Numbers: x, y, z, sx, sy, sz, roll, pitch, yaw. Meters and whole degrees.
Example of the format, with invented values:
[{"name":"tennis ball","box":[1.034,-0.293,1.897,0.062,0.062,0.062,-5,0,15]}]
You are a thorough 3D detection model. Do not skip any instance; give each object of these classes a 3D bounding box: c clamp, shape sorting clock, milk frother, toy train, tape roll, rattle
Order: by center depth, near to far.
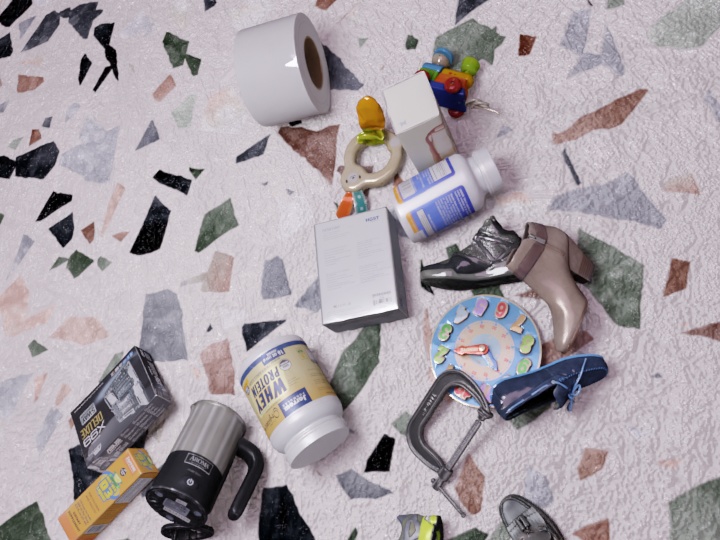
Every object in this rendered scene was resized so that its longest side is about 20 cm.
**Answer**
[{"name":"c clamp","box":[0.159,0.279,1.159,0.170,0.027,0.203,33,103,35]},{"name":"shape sorting clock","box":[0.216,0.139,1.193,0.196,0.039,0.204,-6,72,18]},{"name":"milk frother","box":[-0.298,0.383,1.263,0.199,0.180,0.190,-33,23,38]},{"name":"rattle","box":[0.001,-0.209,1.333,0.129,0.143,0.202,34,80,7]},{"name":"toy train","box":[0.205,-0.369,1.343,0.197,0.085,0.117,21,68,25]},{"name":"tape roll","box":[-0.158,-0.414,1.419,0.136,0.203,0.207,-10,70,17]}]

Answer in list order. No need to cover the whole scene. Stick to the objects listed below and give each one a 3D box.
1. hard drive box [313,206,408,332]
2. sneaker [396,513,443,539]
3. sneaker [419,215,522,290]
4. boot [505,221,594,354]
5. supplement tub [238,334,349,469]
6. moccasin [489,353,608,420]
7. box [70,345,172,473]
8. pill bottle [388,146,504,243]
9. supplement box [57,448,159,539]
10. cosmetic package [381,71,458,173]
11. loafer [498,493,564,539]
[{"name":"hard drive box","box":[0.000,0.000,1.297,0.153,0.077,0.204,-11,70,16]},{"name":"sneaker","box":[0.080,0.499,1.121,0.080,0.074,0.204,4,69,31]},{"name":"sneaker","box":[0.202,-0.029,1.234,0.195,0.076,0.117,-10,68,14]},{"name":"boot","box":[0.311,0.020,1.150,0.144,0.070,0.203,27,63,-6]},{"name":"supplement tub","box":[-0.119,0.235,1.229,0.144,0.144,0.201,-37,64,5]},{"name":"moccasin","box":[0.311,0.199,1.108,0.196,0.081,0.069,-21,43,4]},{"name":"box","box":[-0.486,0.279,1.381,0.200,0.050,0.158,-45,47,2]},{"name":"pill bottle","box":[0.161,-0.144,1.264,0.197,0.112,0.114,-27,66,10]},{"name":"supplement box","box":[-0.496,0.443,1.347,0.200,0.069,0.067,-45,67,-1]},{"name":"cosmetic package","box":[0.118,-0.261,1.267,0.086,0.200,0.105,-21,67,13]},{"name":"loafer","box":[0.289,0.434,1.059,0.072,0.063,0.201,-41,64,3]}]
